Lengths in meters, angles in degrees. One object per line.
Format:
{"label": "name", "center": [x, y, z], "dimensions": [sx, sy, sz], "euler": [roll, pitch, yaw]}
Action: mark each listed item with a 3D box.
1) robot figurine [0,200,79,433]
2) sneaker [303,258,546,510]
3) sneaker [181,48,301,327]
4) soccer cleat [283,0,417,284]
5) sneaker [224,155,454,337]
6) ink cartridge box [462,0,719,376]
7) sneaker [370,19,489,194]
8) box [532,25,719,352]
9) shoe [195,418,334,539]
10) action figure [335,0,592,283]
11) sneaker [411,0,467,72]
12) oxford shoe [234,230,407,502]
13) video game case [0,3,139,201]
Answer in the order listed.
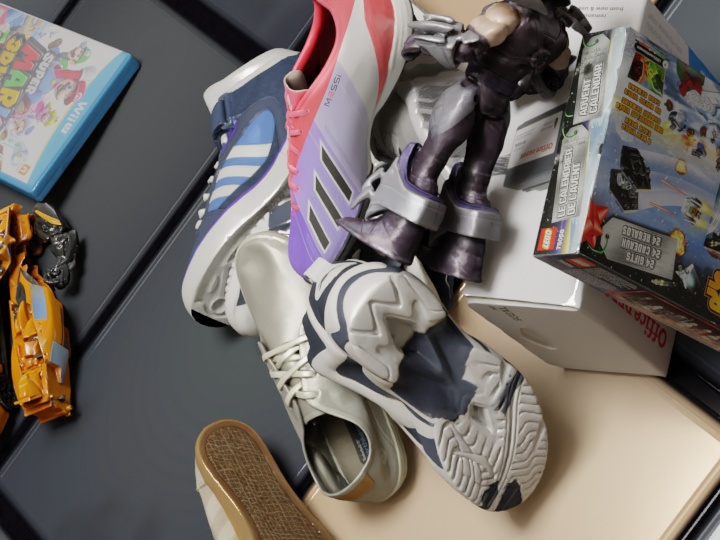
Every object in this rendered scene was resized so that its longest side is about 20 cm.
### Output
{"label": "robot figurine", "center": [-0.286, 0.035, 1.406], "dimensions": [0.144, 0.058, 0.201], "euler": [-23, 60, 20]}
{"label": "sneaker", "center": [0.031, 0.062, 1.122], "dimensions": [0.080, 0.199, 0.129], "euler": [-50, 30, -4]}
{"label": "sneaker", "center": [-0.085, -0.071, 1.318], "dimensions": [0.201, 0.080, 0.146], "euler": [-55, 41, 10]}
{"label": "soccer cleat", "center": [-0.025, -0.089, 1.134], "dimensions": [0.068, 0.073, 0.201], "euler": [39, 118, 53]}
{"label": "sneaker", "center": [0.000, 0.000, 1.222], "dimensions": [0.199, 0.080, 0.130], "euler": [-37, 46, 2]}
{"label": "ink cartridge box", "center": [0.150, -0.050, 1.105], "dimensions": [0.083, 0.145, 0.201], "euler": [5, 74, 33]}
{"label": "sneaker", "center": [0.046, -0.093, 1.172], "dimensions": [0.200, 0.074, 0.082], "euler": [59, 144, 43]}
{"label": "box", "center": [0.194, -0.039, 1.039], "dimensions": [0.040, 0.199, 0.138], "euler": [-4, 66, 51]}
{"label": "shoe", "center": [-0.058, 0.193, 1.202], "dimensions": [0.201, 0.069, 0.054], "euler": [60, 149, 30]}
{"label": "action figure", "center": [0.067, -0.097, 1.012], "dimensions": [0.069, 0.130, 0.201], "euler": [35, 104, 45]}
{"label": "sneaker", "center": [0.036, -0.142, 1.270], "dimensions": [0.082, 0.074, 0.200], "euler": [-51, 43, 10]}
{"label": "oxford shoe", "center": [-0.032, 0.065, 1.184], "dimensions": [0.075, 0.058, 0.201], "euler": [-30, 81, 36]}
{"label": "video game case", "center": [-0.294, -0.149, 1.498], "dimensions": [0.199, 0.018, 0.144], "euler": [24, 74, 37]}
